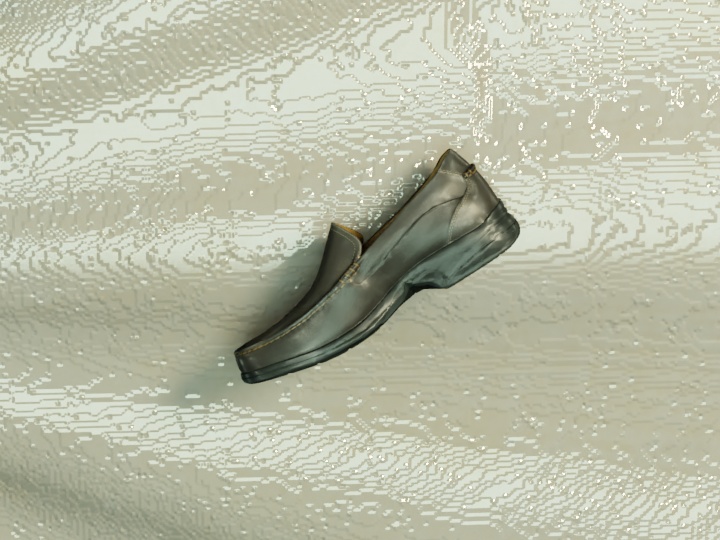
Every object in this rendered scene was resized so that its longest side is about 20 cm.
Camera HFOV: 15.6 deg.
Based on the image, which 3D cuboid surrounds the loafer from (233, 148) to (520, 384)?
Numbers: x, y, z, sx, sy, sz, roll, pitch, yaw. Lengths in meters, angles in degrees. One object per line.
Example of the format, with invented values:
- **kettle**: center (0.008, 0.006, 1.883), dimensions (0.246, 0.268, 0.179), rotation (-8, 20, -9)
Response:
- **loafer**: center (0.000, 0.000, 1.660), dimensions (0.200, 0.073, 0.072), rotation (-33, 98, -5)
